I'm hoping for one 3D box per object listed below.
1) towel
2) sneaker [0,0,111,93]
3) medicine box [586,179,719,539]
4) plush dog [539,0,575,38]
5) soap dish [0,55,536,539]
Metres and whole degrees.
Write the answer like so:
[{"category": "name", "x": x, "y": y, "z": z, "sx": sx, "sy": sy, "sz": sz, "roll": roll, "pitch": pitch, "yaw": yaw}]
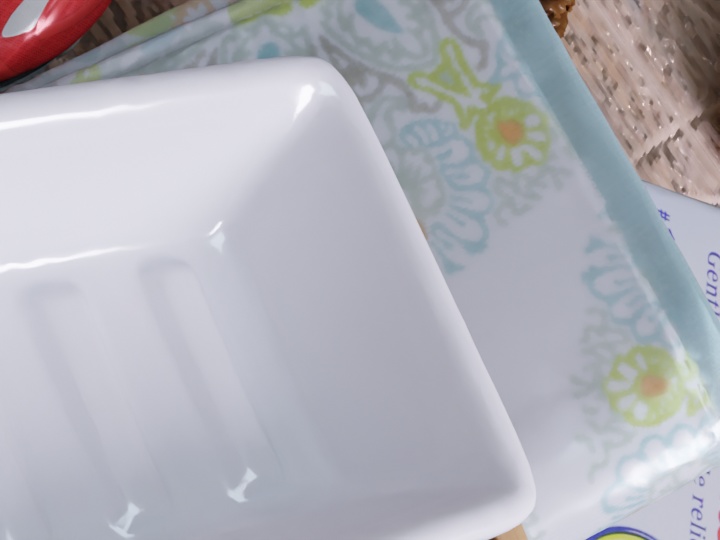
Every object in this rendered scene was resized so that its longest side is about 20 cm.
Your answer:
[{"category": "towel", "x": 0.000, "y": 0.000, "z": 0.803, "sx": 0.170, "sy": 0.048, "sz": 0.201, "roll": -27, "pitch": 76, "yaw": -6}, {"category": "sneaker", "x": -0.133, "y": -0.083, "z": 0.756, "sx": 0.199, "sy": 0.085, "sz": 0.078, "roll": -12, "pitch": 90, "yaw": -44}, {"category": "medicine box", "x": 0.089, "y": 0.076, "z": 0.903, "sx": 0.199, "sy": 0.103, "sz": 0.183, "roll": 16, "pitch": 70, "yaw": -29}, {"category": "plush dog", "x": 0.055, "y": -0.175, "z": 0.945, "sx": 0.200, "sy": 0.160, "sz": 0.172, "roll": -54, "pitch": 137, "yaw": -13}, {"category": "soap dish", "x": -0.063, "y": 0.033, "z": 0.688, "sx": 0.199, "sy": 0.081, "sz": 0.158, "roll": -12, "pitch": 72, "yaw": -44}]
